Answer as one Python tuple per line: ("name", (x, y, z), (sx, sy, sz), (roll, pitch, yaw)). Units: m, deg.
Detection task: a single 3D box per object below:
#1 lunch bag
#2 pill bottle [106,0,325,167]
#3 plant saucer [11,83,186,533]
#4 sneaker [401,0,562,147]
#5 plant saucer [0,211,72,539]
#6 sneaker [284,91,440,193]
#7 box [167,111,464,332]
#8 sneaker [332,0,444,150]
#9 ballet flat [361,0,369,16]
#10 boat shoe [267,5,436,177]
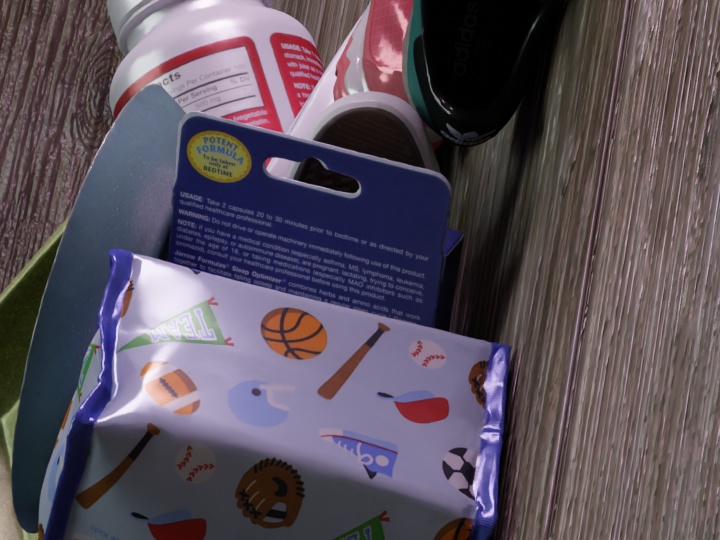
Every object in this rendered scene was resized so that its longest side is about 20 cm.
("lunch bag", (-0.046, 0.114, 1.167), (0.124, 0.169, 0.201), (-79, 7, -47))
("pill bottle", (-0.062, -0.060, 1.504), (0.112, 0.112, 0.201), (118, 137, -63))
("plant saucer", (-0.098, 0.021, 1.275), (0.200, 0.036, 0.201), (16, -90, -82))
("sneaker", (0.058, -0.149, 1.201), (0.080, 0.071, 0.202), (-123, 37, -78))
("plant saucer", (-0.136, 0.089, 1.446), (0.200, 0.048, 0.201), (-45, 46, 35))
("sneaker", (0.000, 0.000, 1.278), (0.085, 0.072, 0.201), (-81, -6, -56))
("box", (-0.025, 0.034, 1.224), (0.032, 0.120, 0.201), (-50, -29, -60))
("sneaker", (0.039, -0.151, 1.395), (0.087, 0.073, 0.201), (-47, 33, 49))
("ballet flat", (0.010, -0.141, 1.562), (0.067, 0.056, 0.201), (-106, 29, -72))
("boat shoe", (0.009, -0.074, 1.433), (0.200, 0.068, 0.072), (-60, 4, -39))
